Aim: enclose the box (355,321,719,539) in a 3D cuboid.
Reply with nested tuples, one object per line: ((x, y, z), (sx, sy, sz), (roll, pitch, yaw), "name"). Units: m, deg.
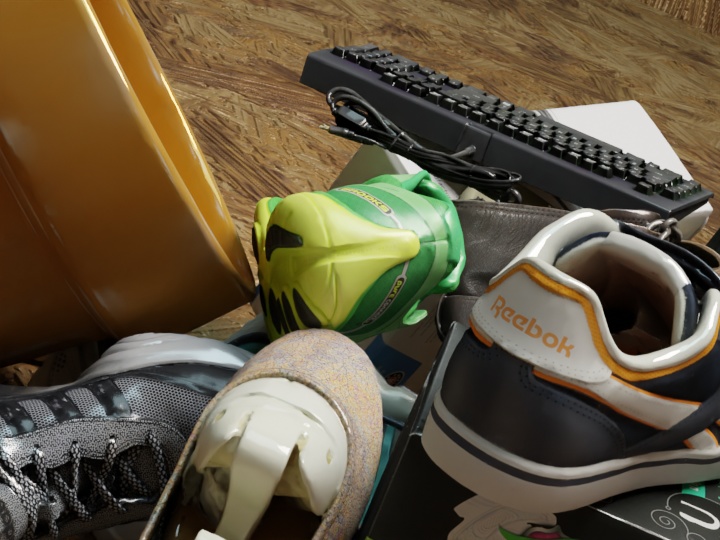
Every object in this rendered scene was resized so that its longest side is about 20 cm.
((0.090, 0.136, 0.725), (0.198, 0.150, 0.124), (22, 19, 2), "box")

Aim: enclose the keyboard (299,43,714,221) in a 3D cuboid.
((0.059, -0.063, 0.937), (0.199, 0.021, 0.127), (25, 26, 23), "keyboard")

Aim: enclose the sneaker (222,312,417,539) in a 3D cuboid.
((0.008, 0.100, 0.894), (0.199, 0.078, 0.080), (30, 47, 12), "sneaker")

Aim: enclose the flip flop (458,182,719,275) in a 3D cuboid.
((0.134, 0.010, 0.902), (0.199, 0.058, 0.081), (34, 35, 9), "flip flop")

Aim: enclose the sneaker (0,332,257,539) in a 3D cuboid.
((-0.114, 0.081, 0.725), (0.198, 0.076, 0.114), (-2, 25, 5), "sneaker")

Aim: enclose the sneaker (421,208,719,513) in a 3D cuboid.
((0.099, 0.026, 0.683), (0.078, 0.080, 0.199), (30, 19, 25), "sneaker")

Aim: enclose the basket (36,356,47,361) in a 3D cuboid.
((-0.145, -0.059, 1.014), (0.142, 0.150, 0.200), (22, 17, 2), "basket")

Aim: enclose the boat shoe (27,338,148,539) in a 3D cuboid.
((-0.080, 0.075, 0.832), (0.070, 0.070, 0.200), (6, 24, -42), "boat shoe")

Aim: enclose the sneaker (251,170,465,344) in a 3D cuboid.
((0.000, 0.000, 0.821), (0.083, 0.075, 0.200), (-8, 2, -8), "sneaker")

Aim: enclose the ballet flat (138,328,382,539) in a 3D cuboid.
((-0.042, 0.091, 0.662), (0.068, 0.067, 0.201), (21, 59, 7), "ballet flat")

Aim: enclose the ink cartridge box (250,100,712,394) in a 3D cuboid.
((0.064, -0.007, 1.040), (0.199, 0.145, 0.085), (-9, 59, -42), "ink cartridge box")

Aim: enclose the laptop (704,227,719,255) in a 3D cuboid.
((0.260, 0.039, 1.026), (0.176, 0.104, 0.200), (28, 46, 19), "laptop")

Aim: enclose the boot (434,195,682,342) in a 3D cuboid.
((0.108, 0.059, 0.839), (0.198, 0.176, 0.069), (14, -12, -1), "boot")

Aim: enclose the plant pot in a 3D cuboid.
((-0.167, -0.037, 0.817), (0.201, 0.182, 0.200), (63, 1, -3), "plant pot")
